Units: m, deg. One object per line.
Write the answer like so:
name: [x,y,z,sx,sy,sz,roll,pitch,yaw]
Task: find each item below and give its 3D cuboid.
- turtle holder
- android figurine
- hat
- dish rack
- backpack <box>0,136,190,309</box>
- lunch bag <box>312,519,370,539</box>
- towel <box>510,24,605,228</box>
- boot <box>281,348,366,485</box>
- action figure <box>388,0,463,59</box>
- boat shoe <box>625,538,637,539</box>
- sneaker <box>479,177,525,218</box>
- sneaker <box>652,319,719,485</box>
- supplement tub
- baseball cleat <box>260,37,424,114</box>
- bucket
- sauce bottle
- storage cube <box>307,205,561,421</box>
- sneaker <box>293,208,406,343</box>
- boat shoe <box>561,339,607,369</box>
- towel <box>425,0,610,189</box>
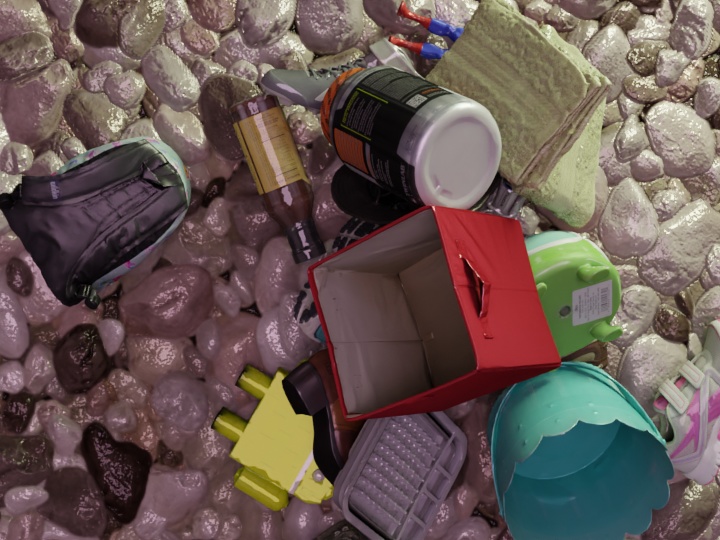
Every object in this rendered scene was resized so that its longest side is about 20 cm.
turtle holder: [0.203,0.033,1.323,0.185,0.132,0.141,-40,126,9]
android figurine: [-0.078,0.204,1.398,0.198,0.041,0.184,33,93,-2]
hat: [0.065,-0.074,1.298,0.197,0.202,0.082,-10,122,0]
dish rack: [0.043,0.232,1.338,0.043,0.200,0.173,20,71,37]
backpack: [-0.293,-0.075,1.324,0.198,0.127,0.168,-32,107,0]
lunch bag: [-0.038,0.406,1.352,0.199,0.168,0.140,-35,95,1]
towel: [0.230,-0.164,1.314,0.147,0.036,0.204,23,72,-42]
boot: [0.021,0.153,1.372,0.199,0.068,0.190,-32,100,-27]
action figure: [0.134,-0.256,1.336,0.197,0.099,0.066,18,96,-6]
boat shoe: [0.270,0.377,1.407,0.196,0.069,0.073,-1,95,-2]
sneaker: [0.154,-0.073,1.355,0.073,0.087,0.203,21,95,-5]
sneaker: [0.404,0.155,1.385,0.087,0.081,0.204,13,94,-4]
supplement tub: [0.047,-0.145,1.222,0.121,0.199,0.125,-17,121,-29]
baseball cleat: [-0.014,-0.227,1.328,0.197,0.070,0.108,10,116,-23]
bucket: [0.245,0.215,1.329,0.203,0.135,0.210,-5,120,-8]
sauce bottle: [-0.095,-0.108,1.358,0.064,0.065,0.203,-19,97,0]
storage cube: [0.080,0.049,1.200,0.198,0.179,0.174,-25,73,33]
sneaker: [0.000,0.000,1.375,0.201,0.077,0.080,-51,128,-3]
boat shoe: [0.208,0.123,1.382,0.199,0.075,0.076,-19,101,0]
towel: [0.164,-0.194,1.249,0.149,0.036,0.200,-52,58,11]
